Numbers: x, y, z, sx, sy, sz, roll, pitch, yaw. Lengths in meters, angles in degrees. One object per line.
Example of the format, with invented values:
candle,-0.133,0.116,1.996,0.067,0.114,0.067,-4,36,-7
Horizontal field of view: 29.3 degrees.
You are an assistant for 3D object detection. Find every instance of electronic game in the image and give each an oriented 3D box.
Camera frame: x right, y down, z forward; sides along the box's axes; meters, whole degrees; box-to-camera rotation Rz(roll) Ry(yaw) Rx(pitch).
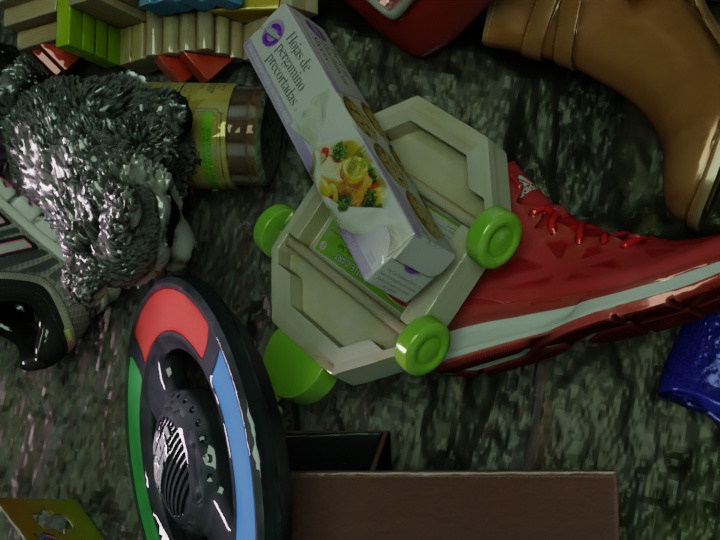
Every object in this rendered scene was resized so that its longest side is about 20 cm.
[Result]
electronic game,-0.088,0.103,0.740,0.041,0.200,0.203,-7,77,-27

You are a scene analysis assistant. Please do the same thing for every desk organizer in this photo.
desk organizer,0.043,0.134,0.752,0.197,0.072,0.078,-1,103,9

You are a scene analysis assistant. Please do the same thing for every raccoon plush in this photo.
raccoon plush,-0.176,-0.050,0.746,0.197,0.134,0.098,13,116,5

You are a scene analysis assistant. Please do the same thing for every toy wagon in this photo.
toy wagon,0.000,0.000,0.781,0.155,0.039,0.201,37,96,43

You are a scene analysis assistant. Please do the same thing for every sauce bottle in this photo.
sauce bottle,-0.149,-0.082,0.837,0.197,0.065,0.066,1,80,11

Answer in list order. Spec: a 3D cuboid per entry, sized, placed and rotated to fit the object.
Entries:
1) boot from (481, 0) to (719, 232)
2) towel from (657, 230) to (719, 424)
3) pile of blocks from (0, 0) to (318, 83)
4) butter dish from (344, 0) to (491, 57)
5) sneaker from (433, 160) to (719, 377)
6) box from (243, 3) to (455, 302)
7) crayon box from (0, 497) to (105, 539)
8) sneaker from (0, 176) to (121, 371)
boot,0.145,-0.124,0.796,0.152,0.074,0.203,7,71,10
towel,0.267,0.006,0.763,0.146,0.050,0.202,22,84,11
pile of blocks,-0.124,-0.145,0.834,0.197,0.082,0.063,-3,79,8
butter dish,0.032,-0.259,0.785,0.200,0.199,0.148,40,58,-7
sneaker,0.117,-0.019,0.759,0.198,0.078,0.117,-17,74,23
box,-0.010,-0.070,0.765,0.039,0.041,0.201,-42,49,17
crayon box,-0.140,0.219,0.751,0.051,0.127,0.201,-36,76,1
sneaker,-0.234,-0.011,0.787,0.199,0.074,0.088,34,55,-20
